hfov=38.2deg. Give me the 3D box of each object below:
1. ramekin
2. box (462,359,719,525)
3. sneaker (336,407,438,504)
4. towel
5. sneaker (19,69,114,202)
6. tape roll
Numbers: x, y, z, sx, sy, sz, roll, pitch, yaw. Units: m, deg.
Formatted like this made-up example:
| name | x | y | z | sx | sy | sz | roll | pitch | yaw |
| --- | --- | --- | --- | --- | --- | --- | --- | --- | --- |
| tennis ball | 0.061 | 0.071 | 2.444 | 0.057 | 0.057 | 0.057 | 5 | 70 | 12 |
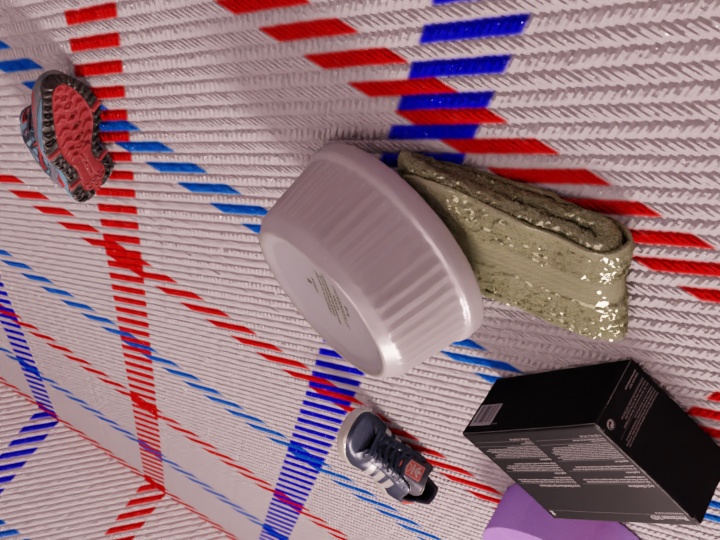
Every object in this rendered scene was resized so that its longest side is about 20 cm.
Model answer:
| name | x | y | z | sx | sy | sz | roll | pitch | yaw |
| --- | --- | --- | --- | --- | --- | --- | --- | --- | --- |
| ramekin | 0.000 | 0.000 | 0.869 | 0.202 | 0.094 | 0.202 | 45 | 162 | 18 |
| box | 0.213 | 0.163 | 0.965 | 0.141 | 0.079 | 0.200 | 45 | 153 | -14 |
| sneaker | 0.043 | 0.241 | 1.320 | 0.084 | 0.075 | 0.200 | 17 | 159 | 36 |
| towel | 0.118 | -0.016 | 0.819 | 0.200 | 0.037 | 0.149 | 22 | 153 | 26 |
| sneaker | -0.328 | -0.146 | 1.094 | 0.095 | 0.079 | 0.200 | 33 | 155 | 10 |
| tape roll | 0.249 | 0.339 | 1.243 | 0.200 | 0.066 | 0.200 | 28 | 153 | 15 |
